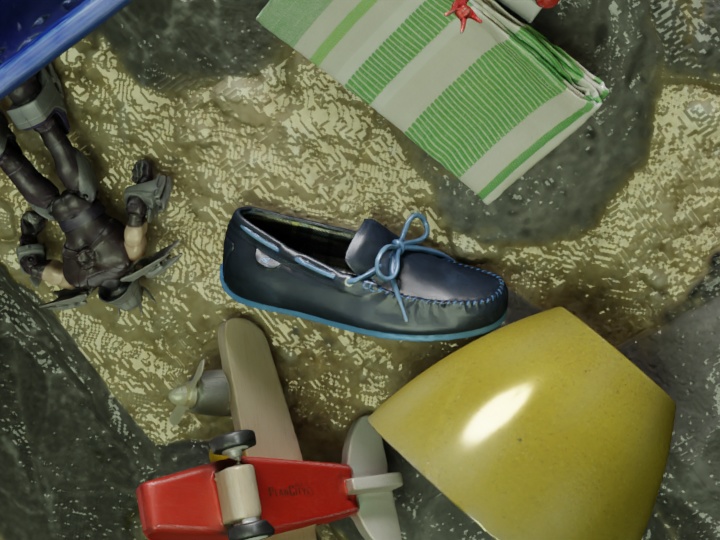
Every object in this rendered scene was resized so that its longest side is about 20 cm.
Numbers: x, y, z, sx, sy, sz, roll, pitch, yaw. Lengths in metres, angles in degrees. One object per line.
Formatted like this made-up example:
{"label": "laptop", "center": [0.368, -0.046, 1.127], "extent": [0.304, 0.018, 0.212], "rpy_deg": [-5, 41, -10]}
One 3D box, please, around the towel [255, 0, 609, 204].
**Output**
{"label": "towel", "center": [0.043, -0.136, 1.507], "extent": [0.200, 0.023, 0.153], "rpy_deg": [37, 143, -8]}

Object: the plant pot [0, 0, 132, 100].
{"label": "plant pot", "center": [-0.232, -0.229, 1.453], "extent": [0.200, 0.180, 0.200], "rpy_deg": [-38, 103, 4]}

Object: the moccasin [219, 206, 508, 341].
{"label": "moccasin", "center": [0.000, 0.000, 1.580], "extent": [0.199, 0.081, 0.068], "rpy_deg": [6, 118, 9]}

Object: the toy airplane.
{"label": "toy airplane", "center": [-0.068, 0.160, 1.625], "extent": [0.141, 0.200, 0.199], "rpy_deg": [-22, 120, 36]}

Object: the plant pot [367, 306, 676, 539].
{"label": "plant pot", "center": [0.125, 0.109, 1.557], "extent": [0.200, 0.200, 0.142], "rpy_deg": [40, 91, -7]}

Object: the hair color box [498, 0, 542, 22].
{"label": "hair color box", "center": [0.057, -0.256, 1.460], "extent": [0.200, 0.061, 0.099], "rpy_deg": [35, 117, -5]}

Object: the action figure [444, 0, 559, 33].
{"label": "action figure", "center": [0.046, -0.222, 1.393], "extent": [0.200, 0.099, 0.065], "rpy_deg": [45, 117, -12]}

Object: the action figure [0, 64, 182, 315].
{"label": "action figure", "center": [-0.198, -0.051, 1.612], "extent": [0.130, 0.069, 0.200], "rpy_deg": [-26, 110, 15]}
